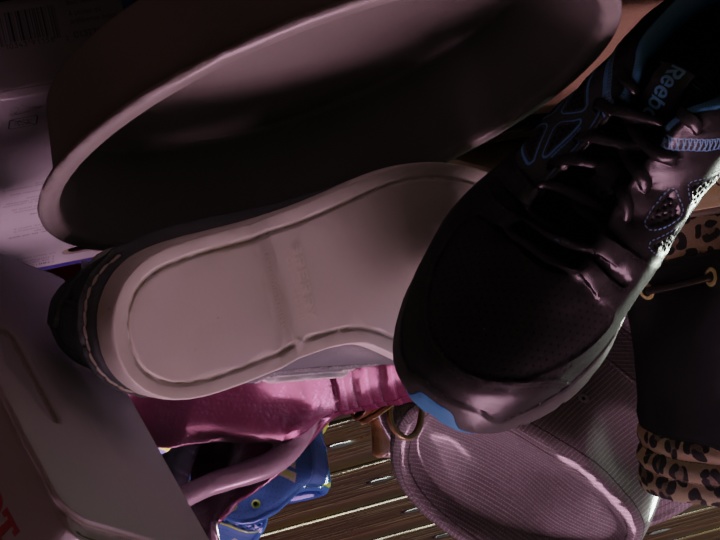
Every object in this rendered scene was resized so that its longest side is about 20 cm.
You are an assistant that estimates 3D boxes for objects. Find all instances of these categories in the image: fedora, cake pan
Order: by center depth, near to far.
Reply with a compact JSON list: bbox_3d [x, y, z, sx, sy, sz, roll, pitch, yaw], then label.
[{"bbox_3d":[-0.014,-0.063,0.853,0.199,0.037,0.200,-19,166,-5],"label":"cake pan"},{"bbox_3d":[0.094,0.093,1.375,0.199,0.090,0.177,31,129,-8],"label":"fedora"}]

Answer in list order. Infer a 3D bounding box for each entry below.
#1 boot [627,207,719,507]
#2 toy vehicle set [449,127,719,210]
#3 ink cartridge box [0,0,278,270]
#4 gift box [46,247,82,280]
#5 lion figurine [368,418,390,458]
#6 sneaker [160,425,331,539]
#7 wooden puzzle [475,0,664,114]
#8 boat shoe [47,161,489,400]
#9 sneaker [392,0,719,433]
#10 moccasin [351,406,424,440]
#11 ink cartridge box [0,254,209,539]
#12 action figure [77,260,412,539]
[{"bbox_3d":[0.202,0.026,1.169,0.203,0.155,0.073,1,-166,32],"label":"boot"},{"bbox_3d":[0.136,-0.049,1.108,0.199,0.027,0.124,-10,-170,-15],"label":"toy vehicle set"},{"bbox_3d":[-0.091,-0.051,0.962,0.099,0.039,0.200,-12,164,-14],"label":"ink cartridge box"},{"bbox_3d":[-0.179,0.092,1.150,0.184,0.201,0.187,-6,149,-15],"label":"gift box"},{"bbox_3d":[0.094,0.060,1.454,0.200,0.073,0.122,-28,126,37],"label":"lion figurine"},{"bbox_3d":[-0.092,0.092,1.362,0.199,0.106,0.076,-5,163,-32],"label":"sneaker"},{"bbox_3d":[0.103,-0.101,0.978,0.199,0.037,0.185,-1,161,-28],"label":"wooden puzzle"},{"bbox_3d":[-0.017,0.003,0.917,0.199,0.073,0.062,-11,-173,-37],"label":"boat shoe"},{"bbox_3d":[0.080,-0.034,0.885,0.200,0.073,0.082,-51,167,-21],"label":"sneaker"},{"bbox_3d":[-0.001,0.040,1.284,0.200,0.074,0.078,-19,140,14],"label":"moccasin"},{"bbox_3d":[-0.162,0.107,0.899,0.200,0.145,0.084,-46,144,17],"label":"ink cartridge box"},{"bbox_3d":[-0.004,0.029,1.004,0.199,0.150,0.134,-8,156,9],"label":"action figure"}]
